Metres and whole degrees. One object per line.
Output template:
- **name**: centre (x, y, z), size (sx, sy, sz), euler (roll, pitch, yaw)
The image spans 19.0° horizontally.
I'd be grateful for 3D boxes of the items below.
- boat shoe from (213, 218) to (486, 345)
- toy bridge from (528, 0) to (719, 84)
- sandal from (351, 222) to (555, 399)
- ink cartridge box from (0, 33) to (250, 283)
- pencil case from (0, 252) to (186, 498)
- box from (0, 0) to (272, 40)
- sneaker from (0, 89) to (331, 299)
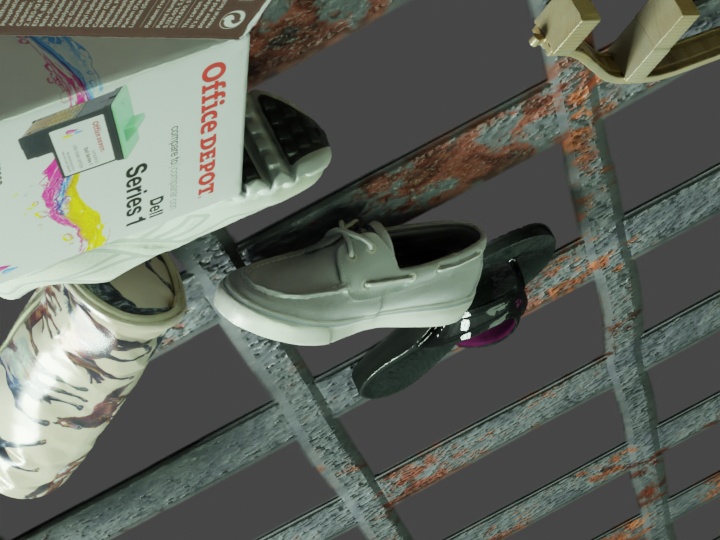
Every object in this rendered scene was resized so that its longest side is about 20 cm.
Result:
- **boat shoe**: centre (0.000, 0.000, 1.333), size (0.200, 0.072, 0.069), euler (0, 123, -36)
- **toy bridge**: centre (0.173, -0.140, 1.283), size (0.200, 0.027, 0.067), euler (-7, 149, -39)
- **sandal**: centre (0.074, 0.038, 1.502), size (0.075, 0.048, 0.200), euler (-1, 145, -45)
- **ink cartridge box**: centre (-0.156, -0.069, 0.999), size (0.200, 0.084, 0.145), euler (-22, 155, -16)
- **pencil case**: centre (-0.172, 0.051, 1.226), size (0.089, 0.078, 0.200), euler (18, 135, -22)
- **box**: centre (-0.129, -0.150, 0.841), size (0.200, 0.100, 0.075), euler (-5, 148, -38)
- **sneaker**: centre (-0.113, -0.038, 1.117), size (0.199, 0.075, 0.081), euler (-15, 147, -11)
